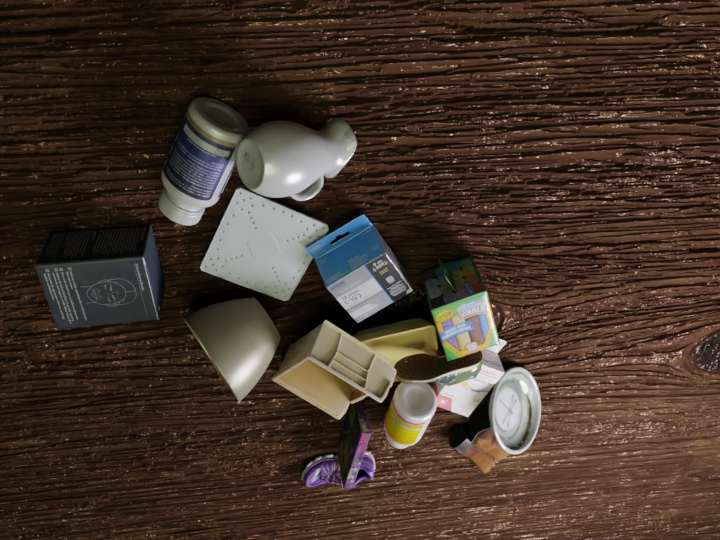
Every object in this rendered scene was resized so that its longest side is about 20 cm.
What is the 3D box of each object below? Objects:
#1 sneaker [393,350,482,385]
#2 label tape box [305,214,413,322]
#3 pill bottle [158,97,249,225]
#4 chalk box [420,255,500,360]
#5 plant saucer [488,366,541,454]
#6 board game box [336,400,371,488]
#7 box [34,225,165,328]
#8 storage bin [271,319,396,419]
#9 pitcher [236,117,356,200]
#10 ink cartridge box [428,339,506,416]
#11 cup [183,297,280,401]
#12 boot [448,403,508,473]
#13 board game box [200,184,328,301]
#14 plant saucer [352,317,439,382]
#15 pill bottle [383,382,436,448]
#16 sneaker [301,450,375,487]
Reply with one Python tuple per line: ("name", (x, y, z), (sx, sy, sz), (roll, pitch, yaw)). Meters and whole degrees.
("sneaker", (0.174, 0.226, 1.490), (0.194, 0.069, 0.091), (-12, 142, 4))
("label tape box", (0.000, 0.000, 1.356), (0.141, 0.067, 0.201), (-29, 136, 12))
("pill bottle", (-0.277, -0.182, 1.166), (0.109, 0.112, 0.202), (21, 120, -22))
("chalk box", (0.203, 0.062, 1.413), (0.120, 0.127, 0.203), (-17, 128, 5))
("plant saucer", (0.361, 0.334, 1.631), (0.049, 0.204, 0.200), (-4, 143, 48))
("board game box", (-0.019, 0.415, 1.641), (0.031, 0.122, 0.204), (7, 126, -13))
("box", (-0.484, 0.011, 1.279), (0.193, 0.108, 0.152), (-4, 127, -5))
("storage bin", (-0.055, 0.218, 1.432), (0.196, 0.095, 0.199), (33, 147, -14))
("pitcher", (-0.119, -0.176, 1.166), (0.197, 0.122, 0.174), (-19, 148, -43))
("ink cartridge box", (0.254, 0.240, 1.586), (0.114, 0.068, 0.202), (19, 121, -21))
("cup", (-0.247, 0.139, 1.378), (0.142, 0.199, 0.203), (-35, 129, -15))
("boot", (0.348, 0.440, 1.753), (0.188, 0.069, 0.199), (-44, 127, 9))
("board game box", (-0.190, -0.051, 1.331), (0.195, 0.026, 0.202), (21, 120, -22))
("plant saucer", (0.074, 0.177, 1.503), (0.194, 0.049, 0.202), (-12, 141, 3))
("pill bottle", (0.112, 0.348, 1.606), (0.101, 0.107, 0.202), (2, 143, -10))
("sneaker", (-0.057, 0.520, 1.736), (0.194, 0.085, 0.082), (-15, 127, 4))
